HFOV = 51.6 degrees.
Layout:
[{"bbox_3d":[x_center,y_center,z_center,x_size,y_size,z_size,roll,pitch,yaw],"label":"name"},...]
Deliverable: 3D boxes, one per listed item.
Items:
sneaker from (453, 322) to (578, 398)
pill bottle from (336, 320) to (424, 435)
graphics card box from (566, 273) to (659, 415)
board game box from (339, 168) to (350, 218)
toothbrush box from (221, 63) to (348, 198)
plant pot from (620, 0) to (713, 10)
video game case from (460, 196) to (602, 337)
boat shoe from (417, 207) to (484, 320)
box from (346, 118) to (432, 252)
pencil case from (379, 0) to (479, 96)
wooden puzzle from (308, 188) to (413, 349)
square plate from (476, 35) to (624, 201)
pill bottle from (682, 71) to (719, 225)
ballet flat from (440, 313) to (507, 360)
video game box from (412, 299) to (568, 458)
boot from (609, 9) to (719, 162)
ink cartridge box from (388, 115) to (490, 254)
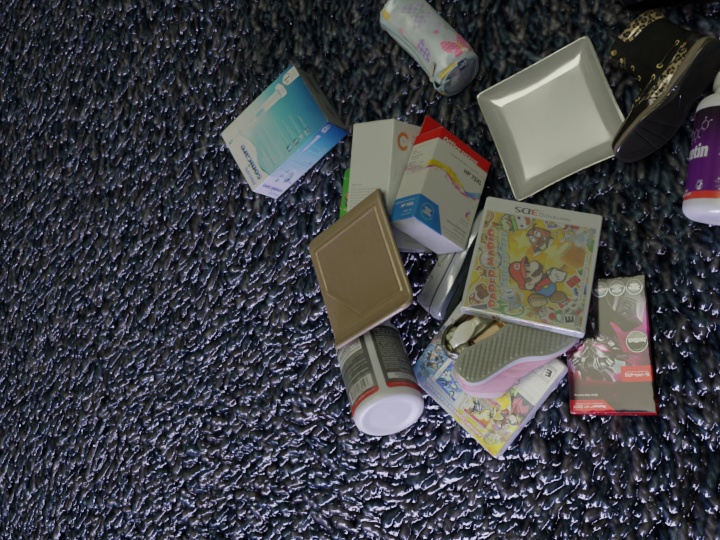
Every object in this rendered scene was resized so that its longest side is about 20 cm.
[{"bbox_3d":[0.231,0.128,1.117,0.198,0.105,0.076,-24,61,-5],"label":"sneaker"},{"bbox_3d":[0.024,0.154,1.213,0.115,0.115,0.202,-37,44,19],"label":"pill bottle"},{"bbox_3d":[0.369,0.111,1.101,0.124,0.051,0.203,-5,80,28],"label":"graphics card box"},{"bbox_3d":[0.006,-0.080,1.330,0.094,0.030,0.203,5,89,28],"label":"board game box"},{"bbox_3d":[-0.144,-0.257,1.397,0.199,0.085,0.147,-39,69,18],"label":"toothbrush box"},{"bbox_3d":[0.442,-0.481,1.059,0.197,0.199,0.181,2,96,28],"label":"plant pot"},{"bbox_3d":[0.258,-0.011,1.113,0.179,0.023,0.202,11,64,14],"label":"video game case"},{"bbox_3d":[0.153,-0.020,1.217,0.066,0.073,0.202,32,94,34],"label":"boat shoe"},{"bbox_3d":[0.054,-0.136,1.238,0.097,0.123,0.203,4,89,45],"label":"box"},{"bbox_3d":[0.116,-0.389,1.274,0.090,0.083,0.201,-34,67,-3],"label":"pencil case"},{"bbox_3d":[0.000,0.000,1.178,0.184,0.037,0.203,-34,61,40],"label":"wooden puzzle"},{"bbox_3d":[0.307,-0.239,1.187,0.198,0.028,0.201,-25,74,24],"label":"square plate"},{"bbox_3d":[0.513,-0.167,1.021,0.111,0.112,0.203,8,87,28],"label":"pill bottle"},{"bbox_3d":[0.202,0.070,1.136,0.200,0.072,0.072,-41,68,14],"label":"ballet flat"},{"bbox_3d":[0.201,0.160,1.187,0.200,0.047,0.183,42,101,26],"label":"video game box"},{"bbox_3d":[0.416,-0.274,1.089,0.201,0.072,0.151,-59,34,29],"label":"boot"},{"bbox_3d":[0.133,-0.142,1.184,0.067,0.115,0.203,-8,58,55],"label":"ink cartridge box"}]
